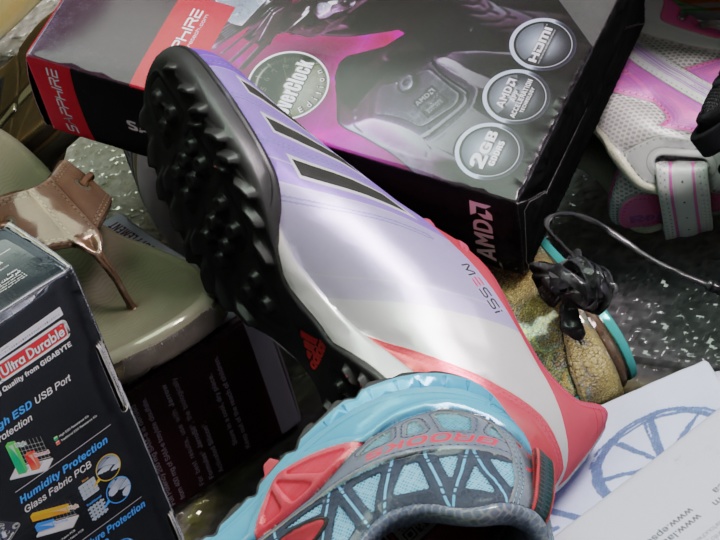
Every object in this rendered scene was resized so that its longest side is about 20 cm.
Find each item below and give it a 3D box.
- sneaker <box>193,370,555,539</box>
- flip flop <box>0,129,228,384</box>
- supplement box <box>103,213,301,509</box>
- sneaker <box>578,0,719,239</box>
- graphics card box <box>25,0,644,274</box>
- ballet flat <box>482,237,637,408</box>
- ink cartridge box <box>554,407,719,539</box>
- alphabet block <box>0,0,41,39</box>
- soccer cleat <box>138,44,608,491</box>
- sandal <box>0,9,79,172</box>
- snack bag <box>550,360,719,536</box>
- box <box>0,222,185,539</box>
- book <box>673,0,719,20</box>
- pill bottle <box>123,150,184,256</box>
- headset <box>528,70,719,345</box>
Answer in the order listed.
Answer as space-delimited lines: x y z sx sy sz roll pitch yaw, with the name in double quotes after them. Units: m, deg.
-0.024 0.116 0.617 0.200 0.079 0.096 -48 26 2 "sneaker"
-0.124 -0.015 0.805 0.081 0.058 0.200 -31 41 -19 "flip flop"
-0.135 0.067 0.804 0.200 0.061 0.109 -34 38 -22 "supplement box"
0.137 -0.046 0.830 0.199 0.081 0.088 20 70 26 "sneaker"
-0.008 -0.085 0.802 0.199 0.051 0.126 19 61 18 "graphics card box"
0.041 -0.005 0.827 0.070 0.071 0.200 -20 35 -4 "ballet flat"
0.171 0.094 0.614 0.196 0.043 0.200 -34 42 -19 "ink cartridge box"
-0.302 -0.153 1.037 0.195 0.197 0.200 -7 32 42 "alphabet block"
0.000 0.000 0.731 0.073 0.068 0.200 -28 70 -31 "soccer cleat"
-0.145 -0.055 0.944 0.200 0.054 0.081 -26 52 50 "sandal"
0.072 0.121 0.673 0.188 0.021 0.200 -23 37 -7 "snack bag"
-0.151 0.105 0.670 0.200 0.159 0.046 -35 37 -23 "box"
0.120 -0.135 0.871 0.133 0.048 0.200 19 2 -12 "book"
-0.058 -0.090 0.946 0.111 0.111 0.200 -20 35 -5 "pill bottle"
0.155 -0.023 0.734 0.199 0.124 0.094 -15 2 -2 "headset"
